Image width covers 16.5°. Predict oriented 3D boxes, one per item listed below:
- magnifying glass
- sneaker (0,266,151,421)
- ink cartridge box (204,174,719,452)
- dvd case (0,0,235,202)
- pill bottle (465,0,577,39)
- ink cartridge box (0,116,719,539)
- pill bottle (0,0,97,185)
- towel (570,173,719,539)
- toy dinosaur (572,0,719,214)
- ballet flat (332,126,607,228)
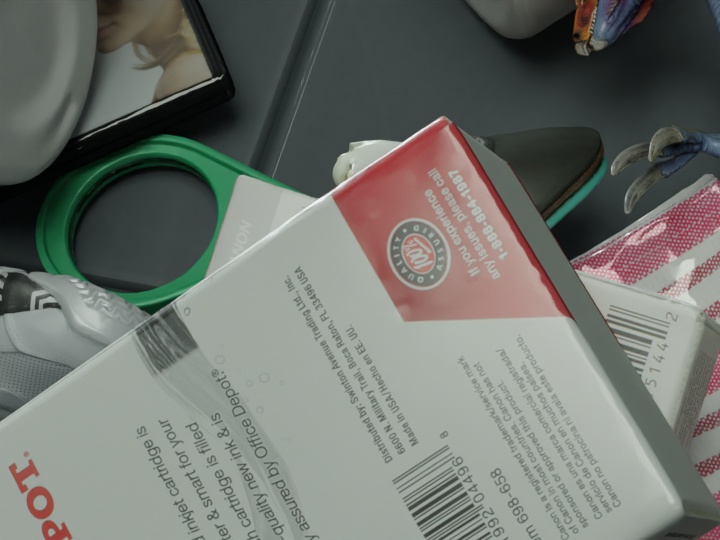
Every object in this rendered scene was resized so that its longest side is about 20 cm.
[{"bbox_3d":[-0.032,-0.015,0.978,0.198,0.022,0.080,1,61,16],"label":"magnifying glass"},{"bbox_3d":[-0.156,0.070,0.910,0.199,0.075,0.116,-10,61,33],"label":"sneaker"},{"bbox_3d":[0.011,0.086,0.855,0.175,0.045,0.201,17,87,20],"label":"ink cartridge box"},{"bbox_3d":[-0.147,-0.118,1.053,0.142,0.018,0.201,-24,53,0],"label":"dvd case"},{"bbox_3d":[0.113,-0.190,0.985,0.199,0.115,0.115,-33,59,-7],"label":"pill bottle"},{"bbox_3d":[-0.009,0.070,0.796,0.199,0.084,0.145,-33,74,10],"label":"ink cartridge box"},{"bbox_3d":[-0.214,-0.098,0.979,0.199,0.111,0.112,8,63,23],"label":"pill bottle"},{"bbox_3d":[0.115,0.073,0.886,0.146,0.030,0.201,-28,59,-2],"label":"towel"},{"bbox_3d":[0.155,-0.050,0.908,0.105,0.199,0.182,-43,41,21],"label":"toy dinosaur"},{"bbox_3d":[0.000,0.000,0.908,0.200,0.068,0.068,-42,17,-2],"label":"ballet flat"}]
